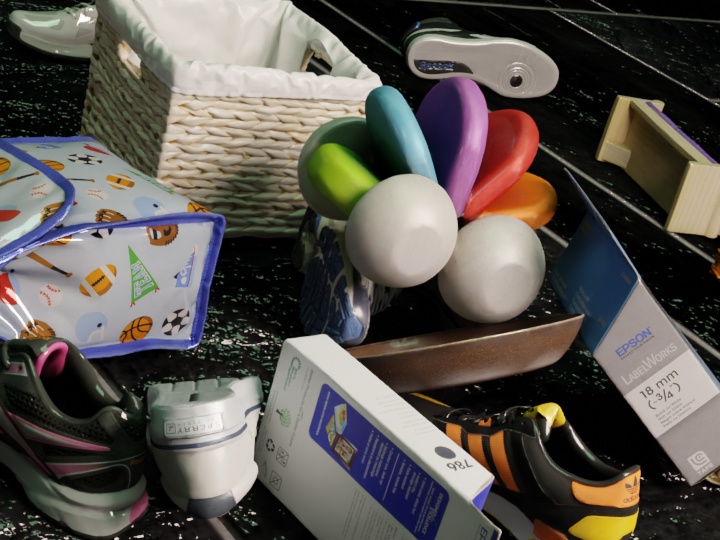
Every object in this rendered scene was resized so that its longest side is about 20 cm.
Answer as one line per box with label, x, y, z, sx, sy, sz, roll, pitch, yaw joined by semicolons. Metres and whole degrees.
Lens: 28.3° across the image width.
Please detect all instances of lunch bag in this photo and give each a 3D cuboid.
lunch bag;-0.221;-0.021;0.964;0.199;0.125;0.169;-6;26;-43

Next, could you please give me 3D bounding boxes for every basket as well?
basket;-0.122;-0.137;1.233;0.198;0.162;0.198;1;29;-33

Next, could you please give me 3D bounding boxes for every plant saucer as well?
plant saucer;0.059;0.060;0.992;0.198;0.032;0.200;-9;0;0

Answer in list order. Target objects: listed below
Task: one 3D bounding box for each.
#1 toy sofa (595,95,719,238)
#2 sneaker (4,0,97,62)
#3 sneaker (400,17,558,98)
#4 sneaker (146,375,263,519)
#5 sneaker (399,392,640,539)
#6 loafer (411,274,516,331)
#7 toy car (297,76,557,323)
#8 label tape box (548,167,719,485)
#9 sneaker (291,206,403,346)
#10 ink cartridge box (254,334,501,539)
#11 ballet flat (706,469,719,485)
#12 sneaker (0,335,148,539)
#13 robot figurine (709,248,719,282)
toy sofa;0.351;-0.117;1.588;0.097;0.083;0.200;6;27;-20
sneaker;-0.268;-0.281;1.495;0.199;0.116;0.076;2;28;-29
sneaker;0.148;-0.280;1.808;0.198;0.074;0.112;9;27;-13
sneaker;-0.095;0.104;0.855;0.072;0.072;0.200;-5;2;1
sneaker;0.099;0.114;0.933;0.199;0.091;0.070;32;28;31
loafer;0.084;0.001;1.193;0.071;0.063;0.200;5;27;-24
toy car;0.060;-0.067;1.059;0.199;0.151;0.175;21;17;-29
label tape box;0.193;0.039;1.044;0.200;0.063;0.144;51;9;-20
sneaker;0.000;0.000;1.132;0.084;0.078;0.200;15;25;-13
ink cartridge box;0.013;0.130;0.836;0.039;0.100;0.200;-5;33;-41
ballet flat;0.337;0.166;1.025;0.199;0.068;0.062;20;39;26
sneaker;-0.200;0.069;0.840;0.199;0.087;0.080;24;25;15
robot figurine;0.443;0.030;1.367;0.198;0.059;0.145;13;26;-8
